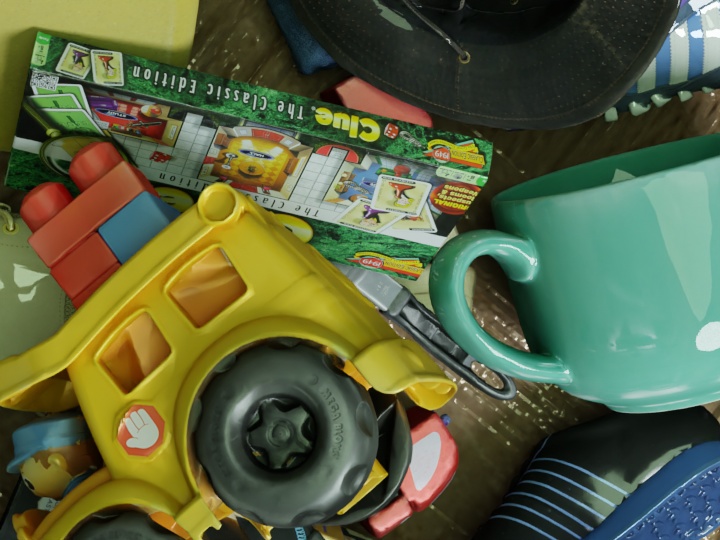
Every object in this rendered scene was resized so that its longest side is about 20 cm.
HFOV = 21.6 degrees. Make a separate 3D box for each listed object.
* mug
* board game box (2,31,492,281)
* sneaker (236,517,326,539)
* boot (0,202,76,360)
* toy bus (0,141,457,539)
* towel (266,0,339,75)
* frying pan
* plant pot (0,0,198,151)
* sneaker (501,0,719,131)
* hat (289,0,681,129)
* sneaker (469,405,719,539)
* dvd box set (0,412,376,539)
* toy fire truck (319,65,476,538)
[{"bbox_3d":[0.135,0.006,0.922,0.183,0.152,0.116,-13,96,12],"label":"mug"},{"bbox_3d":[-0.052,-0.046,0.825,0.198,0.105,0.024,12,64,-11],"label":"board game box"},{"bbox_3d":[-0.097,0.180,0.881,0.200,0.073,0.082,-45,85,0],"label":"sneaker"},{"bbox_3d":[-0.189,-0.029,0.889,0.154,0.073,0.202,-7,94,-11],"label":"boot"},{"bbox_3d":[-0.088,0.053,0.789,0.200,0.136,0.192,-42,80,3],"label":"toy bus"},{"bbox_3d":[-0.015,-0.205,0.934,0.111,0.049,0.202,-21,95,-9],"label":"towel"},{"bbox_3d":[-0.015,0.008,0.900,0.114,0.031,0.191,-31,93,-8],"label":"frying pan"},{"bbox_3d":[-0.156,-0.174,0.803,0.198,0.176,0.202,5,75,-21],"label":"plant pot"},{"bbox_3d":[0.174,-0.100,0.947,0.200,0.081,0.146,-38,116,21],"label":"sneaker"},{"bbox_3d":[0.062,-0.161,0.869,0.201,0.200,0.081,51,40,-8],"label":"hat"},{"bbox_3d":[0.098,0.130,0.950,0.199,0.078,0.070,-30,134,-9],"label":"sneaker"},{"bbox_3d":[-0.090,0.172,0.923,0.198,0.029,0.147,24,98,-11],"label":"dvd box set"},{"bbox_3d":[0.007,0.015,0.942,0.140,0.049,0.201,-34,97,-9],"label":"toy fire truck"}]
